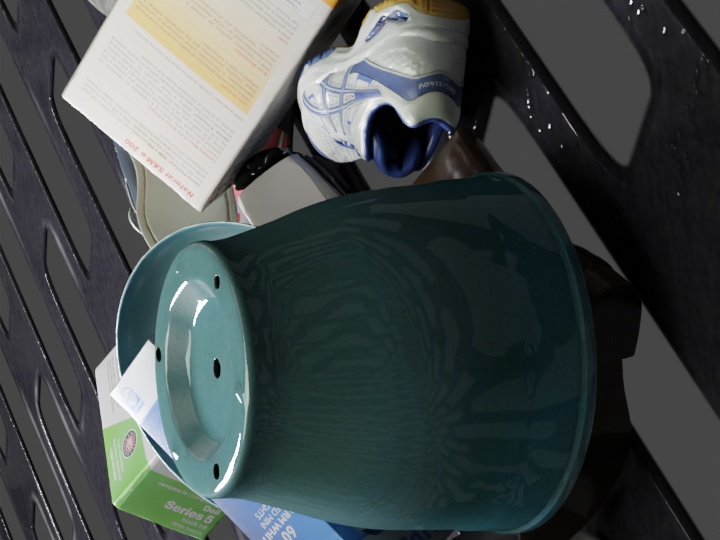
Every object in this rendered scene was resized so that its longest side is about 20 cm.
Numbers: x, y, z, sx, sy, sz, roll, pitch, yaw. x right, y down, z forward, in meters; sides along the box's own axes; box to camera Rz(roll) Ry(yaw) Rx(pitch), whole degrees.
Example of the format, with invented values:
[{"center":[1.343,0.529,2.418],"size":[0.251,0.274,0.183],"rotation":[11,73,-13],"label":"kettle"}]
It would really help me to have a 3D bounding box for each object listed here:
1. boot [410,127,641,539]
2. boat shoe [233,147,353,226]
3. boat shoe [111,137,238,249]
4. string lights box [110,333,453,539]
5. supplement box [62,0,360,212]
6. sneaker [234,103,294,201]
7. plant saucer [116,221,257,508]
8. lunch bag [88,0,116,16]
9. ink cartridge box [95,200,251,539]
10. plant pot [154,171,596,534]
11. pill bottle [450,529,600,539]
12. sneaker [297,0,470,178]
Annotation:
[{"center":[0.081,0.036,1.234],"size":[0.200,0.064,0.188],"rotation":[44,129,48],"label":"boot"},{"center":[0.000,0.000,1.429],"size":[0.201,0.074,0.093],"rotation":[56,-164,5],"label":"boat shoe"},{"center":[-0.134,-0.061,1.493],"size":[0.201,0.074,0.062],"rotation":[59,172,28],"label":"boat shoe"},{"center":[-0.039,0.106,1.245],"size":[0.200,0.103,0.059],"rotation":[45,128,8],"label":"string lights box"},{"center":[-0.092,-0.156,1.383],"size":[0.126,0.074,0.200],"rotation":[40,124,3],"label":"supplement box"},{"center":[-0.107,-0.078,1.559],"size":[0.200,0.086,0.074],"rotation":[125,152,-51],"label":"sneaker"},{"center":[-0.064,0.062,1.322],"size":[0.199,0.027,0.202],"rotation":[12,114,27],"label":"plant saucer"},{"center":[-0.141,-0.238,1.523],"size":[0.200,0.138,0.169],"rotation":[-137,40,-56],"label":"lunch bag"},{"center":[-0.096,0.066,1.502],"size":[0.200,0.084,0.146],"rotation":[-48,34,25],"label":"ink cartridge box"},{"center":[-0.003,0.050,1.139],"size":[0.200,0.186,0.202],"rotation":[10,101,62],"label":"plant pot"},{"center":[0.100,0.261,1.251],"size":[0.114,0.113,0.202],"rotation":[-148,49,-60],"label":"pill bottle"},{"center":[0.008,-0.094,1.300],"size":[0.200,0.075,0.089],"rotation":[135,138,-66],"label":"sneaker"}]
